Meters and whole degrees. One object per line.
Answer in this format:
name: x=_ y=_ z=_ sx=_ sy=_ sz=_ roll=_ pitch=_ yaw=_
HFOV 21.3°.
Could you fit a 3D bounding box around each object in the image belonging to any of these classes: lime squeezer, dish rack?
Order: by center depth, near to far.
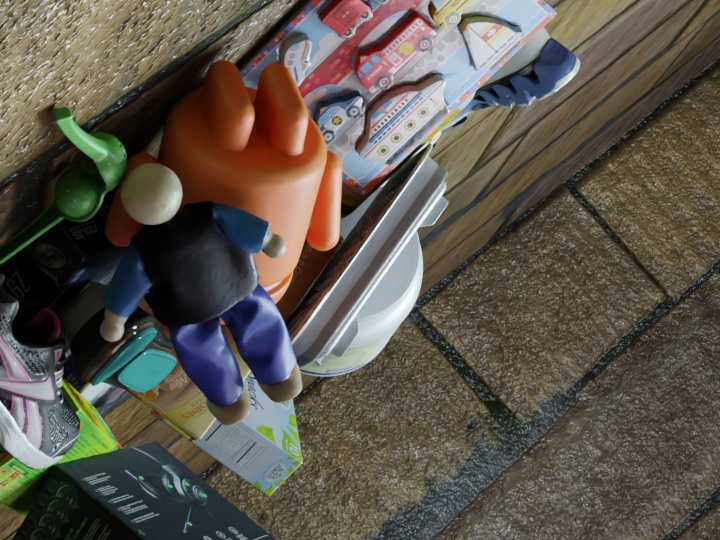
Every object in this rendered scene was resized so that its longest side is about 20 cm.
lime squeezer: x=-0.187 y=-0.052 z=1.220 sx=0.071 sy=0.038 sz=0.200 roll=-36 pitch=172 yaw=-35
dish rack: x=0.000 y=0.000 z=1.495 sx=0.200 sy=0.043 sz=0.172 roll=-55 pitch=-176 yaw=-12

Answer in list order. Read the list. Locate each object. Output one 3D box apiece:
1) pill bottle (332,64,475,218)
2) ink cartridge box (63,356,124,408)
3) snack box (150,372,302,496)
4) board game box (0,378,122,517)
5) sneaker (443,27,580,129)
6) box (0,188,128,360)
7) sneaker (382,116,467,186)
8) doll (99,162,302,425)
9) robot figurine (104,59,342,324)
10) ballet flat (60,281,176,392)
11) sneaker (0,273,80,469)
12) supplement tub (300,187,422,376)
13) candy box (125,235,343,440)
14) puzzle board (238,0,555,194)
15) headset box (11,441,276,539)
pill bottle: x=0.017 y=-0.141 z=1.451 sx=0.200 sy=0.112 sz=0.112 roll=-42 pitch=173 yaw=17
ink cartridge box: x=-0.185 y=0.049 z=1.681 sx=0.200 sy=0.041 sz=0.200 roll=-44 pitch=174 yaw=21
snack box: x=-0.128 y=0.107 z=1.771 sx=0.053 sy=0.142 sz=0.200 roll=-46 pitch=-158 yaw=14
board game box: x=-0.262 y=0.141 z=1.544 sx=0.101 sy=0.048 sz=0.200 roll=-36 pitch=168 yaw=-6
sneaker: x=0.080 y=-0.190 z=1.609 sx=0.199 sy=0.115 sz=0.081 roll=-15 pitch=-155 yaw=40
box: x=-0.226 y=0.018 z=1.419 sx=0.200 sy=0.044 sz=0.160 roll=-45 pitch=172 yaw=29
sneaker: x=0.057 y=-0.151 z=1.756 sx=0.079 sy=0.079 sz=0.200 roll=-22 pitch=160 yaw=-52
doll: x=-0.109 y=0.015 z=1.262 sx=0.136 sy=0.201 sz=0.049 roll=-23 pitch=-144 yaw=-1
robot figurine: x=-0.088 y=-0.046 z=1.323 sx=0.144 sy=0.116 sz=0.201 roll=-34 pitch=150 yaw=-48
ballet flat: x=-0.182 y=0.049 z=1.378 sx=0.068 sy=0.068 sz=0.200 roll=-42 pitch=172 yaw=-6
sneaker: x=-0.231 y=0.068 z=1.313 sx=0.086 sy=0.080 sz=0.200 roll=-35 pitch=152 yaw=-1
supplement tub: x=-0.023 y=0.006 z=1.684 sx=0.145 sy=0.145 sz=0.200 roll=-39 pitch=174 yaw=-16
candy box: x=-0.118 y=0.022 z=1.530 sx=0.200 sy=0.115 sz=0.055 roll=-54 pitch=-175 yaw=-11
puzzle board: x=0.023 y=-0.156 z=1.359 sx=0.200 sy=0.150 sz=0.017 roll=-42 pitch=-144 yaw=17
headset box: x=-0.171 y=0.237 z=1.594 sx=0.093 sy=0.200 sz=0.174 roll=-57 pitch=163 yaw=14
